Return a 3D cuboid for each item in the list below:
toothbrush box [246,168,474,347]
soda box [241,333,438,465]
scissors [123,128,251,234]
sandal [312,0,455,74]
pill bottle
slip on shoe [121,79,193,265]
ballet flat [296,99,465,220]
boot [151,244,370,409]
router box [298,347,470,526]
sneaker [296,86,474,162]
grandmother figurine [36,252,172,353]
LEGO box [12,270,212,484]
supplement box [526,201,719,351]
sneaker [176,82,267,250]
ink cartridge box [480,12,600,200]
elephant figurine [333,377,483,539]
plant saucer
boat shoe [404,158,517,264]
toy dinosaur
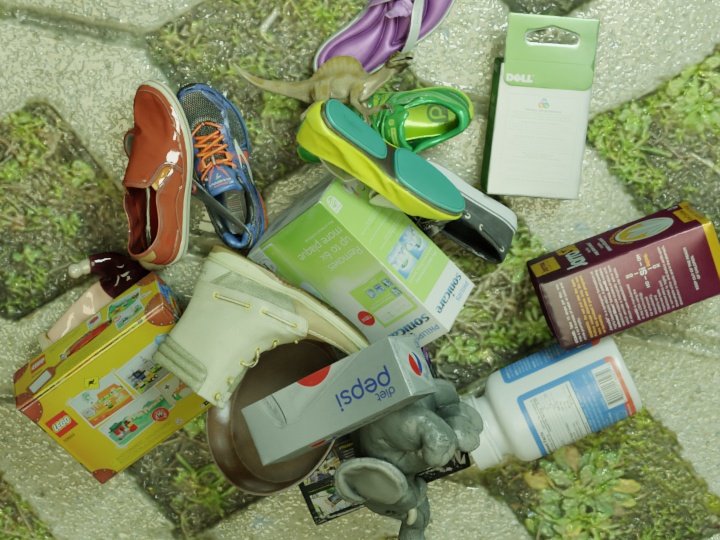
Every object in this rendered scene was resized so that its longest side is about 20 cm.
[{"bbox_3d":[0.000,0.000,1.445,0.200,0.086,0.146,44,136,-13],"label":"toothbrush box"},{"bbox_3d":[-0.024,0.136,1.373,0.200,0.063,0.068,-28,77,27],"label":"soda box"},{"bbox_3d":[-0.191,-0.092,1.431,0.200,0.014,0.073,51,120,17],"label":"scissors"},{"bbox_3d":[0.034,-0.267,1.425,0.082,0.050,0.203,42,102,-11],"label":"sandal"},{"bbox_3d":[0.211,0.151,1.511,0.200,0.112,0.112,-24,104,6],"label":"pill bottle"},{"bbox_3d":[-0.222,-0.103,1.405,0.074,0.061,0.200,6,99,37],"label":"slip on shoe"},{"bbox_3d":[0.017,-0.105,1.368,0.200,0.067,0.067,33,128,-24],"label":"ballet flat"},{"bbox_3d":[-0.105,0.083,1.401,0.200,0.072,0.155,30,88,0],"label":"boot"},{"bbox_3d":[0.011,0.195,1.547,0.200,0.051,0.149,-21,103,4],"label":"router box"},{"bbox_3d":[0.026,-0.162,1.437,0.200,0.084,0.074,-12,105,2],"label":"sneaker"},{"bbox_3d":[-0.280,0.024,1.495,0.200,0.061,0.121,-44,129,7],"label":"grandmother figurine"},{"bbox_3d":[-0.263,0.123,1.478,0.200,0.077,0.149,-35,124,4],"label":"LEGO box"},{"bbox_3d":[0.298,0.005,1.474,0.200,0.110,0.086,-21,104,4],"label":"supplement box"},{"bbox_3d":[-0.151,-0.112,1.448,0.075,0.078,0.200,-21,105,3],"label":"sneaker"},{"bbox_3d":[0.197,-0.182,1.448,0.104,0.059,0.200,4,105,-3],"label":"ink cartridge box"},{"bbox_3d":[0.033,0.216,1.461,0.155,0.141,0.200,51,120,28],"label":"elephant figurine"},{"bbox_3d":[-0.090,0.157,1.489,0.200,0.200,0.034,-49,142,11],"label":"plant saucer"},{"bbox_3d":[0.087,-0.063,1.448,0.200,0.070,0.066,27,61,-28],"label":"boat shoe"},{"bbox_3d":[-0.035,-0.186,1.409,0.200,0.058,0.101,-5,68,13],"label":"toy dinosaur"}]
